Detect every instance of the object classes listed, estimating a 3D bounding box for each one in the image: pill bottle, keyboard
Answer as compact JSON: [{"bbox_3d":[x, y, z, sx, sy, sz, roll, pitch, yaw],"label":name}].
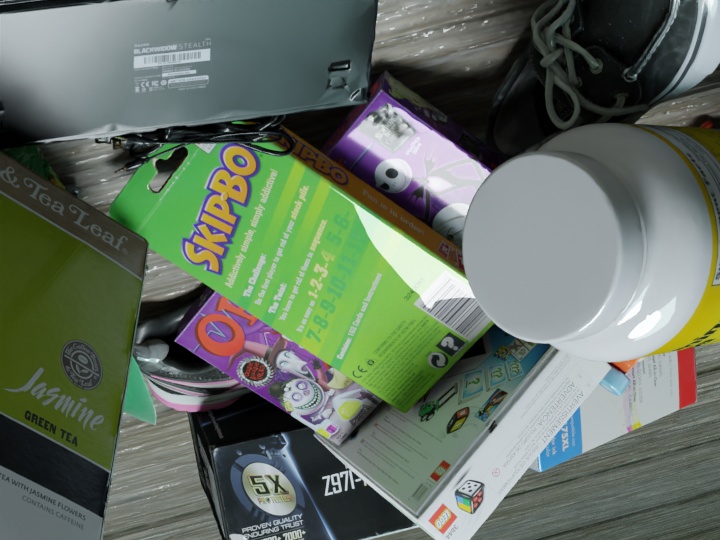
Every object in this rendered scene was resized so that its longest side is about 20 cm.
[{"bbox_3d":[0.139,-0.015,0.750,0.112,0.114,0.199,-31,163,36],"label":"pill bottle"},{"bbox_3d":[-0.090,-0.096,0.699,0.197,0.040,0.105,-8,134,-17],"label":"keyboard"}]

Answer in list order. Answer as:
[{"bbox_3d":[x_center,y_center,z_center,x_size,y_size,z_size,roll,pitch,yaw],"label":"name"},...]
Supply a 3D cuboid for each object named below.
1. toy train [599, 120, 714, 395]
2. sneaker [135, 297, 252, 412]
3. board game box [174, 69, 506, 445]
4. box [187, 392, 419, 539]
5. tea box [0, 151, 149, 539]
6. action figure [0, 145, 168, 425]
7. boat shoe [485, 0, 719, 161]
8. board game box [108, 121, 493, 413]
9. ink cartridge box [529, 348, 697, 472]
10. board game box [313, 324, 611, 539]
[{"bbox_3d":[0.202,-0.019,0.971,0.201,0.055,0.150,-55,171,-3],"label":"toy train"},{"bbox_3d":[-0.057,0.041,0.979,0.198,0.081,0.086,-20,158,9],"label":"sneaker"},{"bbox_3d":[0.000,0.000,0.833,0.119,0.032,0.200,35,120,-11],"label":"board game box"},{"bbox_3d":[-0.030,0.119,1.057,0.162,0.087,0.200,-12,-169,-10],"label":"box"},{"bbox_3d":[-0.213,0.042,0.631,0.199,0.199,0.133,33,134,-31],"label":"tea box"},{"bbox_3d":[-0.151,-0.010,0.785,0.055,0.118,0.201,-38,152,-12],"label":"action figure"},{"bbox_3d":[0.113,-0.106,0.743,0.067,0.074,0.199,-18,172,-21],"label":"boat shoe"},{"bbox_3d":[-0.027,-0.010,0.797,0.199,0.030,0.096,32,122,-17],"label":"board game box"},{"bbox_3d":[0.163,0.071,1.109,0.198,0.068,0.116,-17,-161,-32],"label":"ink cartridge box"},{"bbox_3d":[0.049,0.075,0.859,0.126,0.035,0.200,-49,-163,-6],"label":"board game box"}]
